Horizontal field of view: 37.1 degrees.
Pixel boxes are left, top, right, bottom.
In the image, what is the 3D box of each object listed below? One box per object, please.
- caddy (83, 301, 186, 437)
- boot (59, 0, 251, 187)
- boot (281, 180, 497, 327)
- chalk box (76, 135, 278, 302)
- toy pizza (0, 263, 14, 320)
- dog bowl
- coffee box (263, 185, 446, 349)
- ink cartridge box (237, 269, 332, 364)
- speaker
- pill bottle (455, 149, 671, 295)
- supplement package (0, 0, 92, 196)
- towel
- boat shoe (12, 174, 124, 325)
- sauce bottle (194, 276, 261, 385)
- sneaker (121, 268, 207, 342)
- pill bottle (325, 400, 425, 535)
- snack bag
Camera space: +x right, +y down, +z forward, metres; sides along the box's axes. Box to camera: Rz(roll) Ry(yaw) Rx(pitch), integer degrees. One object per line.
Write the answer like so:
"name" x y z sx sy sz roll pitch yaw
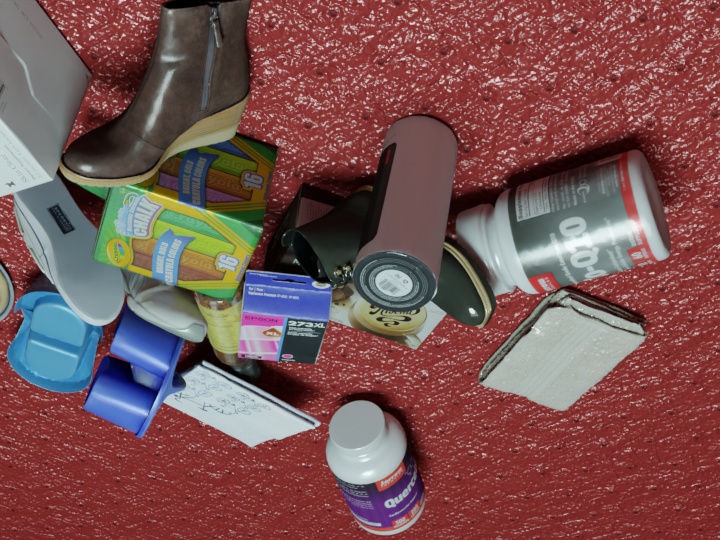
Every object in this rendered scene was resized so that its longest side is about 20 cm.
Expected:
"caddy" -0.258 0.119 1.286 0.104 0.143 0.200 23 180 -12
"boot" -0.188 -0.173 0.987 0.199 0.072 0.167 -24 144 -31
"boot" 0.027 0.007 1.088 0.200 0.138 0.078 42 139 24
"chalk box" -0.202 -0.075 1.108 0.198 0.125 0.125 16 137 -12
"toy pizza" -0.527 0.016 1.314 0.198 0.032 0.201 3 138 3
"dog bowl" -0.376 0.076 1.344 0.110 0.050 0.201 20 137 -8
"coffee box" 0.000 0.000 1.199 0.198 0.080 0.113 20 139 -15
"ink cartridge box" -0.085 0.055 1.178 0.094 0.037 0.200 6 155 -6
"speaker" 0.047 -0.059 1.041 0.080 0.201 0.082 7 137 7
"pill bottle" 0.207 -0.041 1.104 0.198 0.115 0.114 -17 133 23
"supplement package" -0.362 -0.188 0.979 0.110 0.157 0.201 -14 135 22
"towel" 0.247 0.104 1.319 0.131 0.035 0.200 20 136 -14
"boat shoe" -0.317 -0.022 1.161 0.073 0.201 0.065 -19 161 -30
"sauce bottle" -0.156 0.072 1.310 0.065 0.067 0.201 1 144 6
"sneaker" -0.217 0.009 1.164 0.070 0.200 0.081 31 95 -44
"pill bottle" 0.019 0.268 1.466 0.111 0.113 0.201 -6 137 13
"snack bag" -0.177 0.183 1.425 0.188 0.022 0.199 30 150 -23
